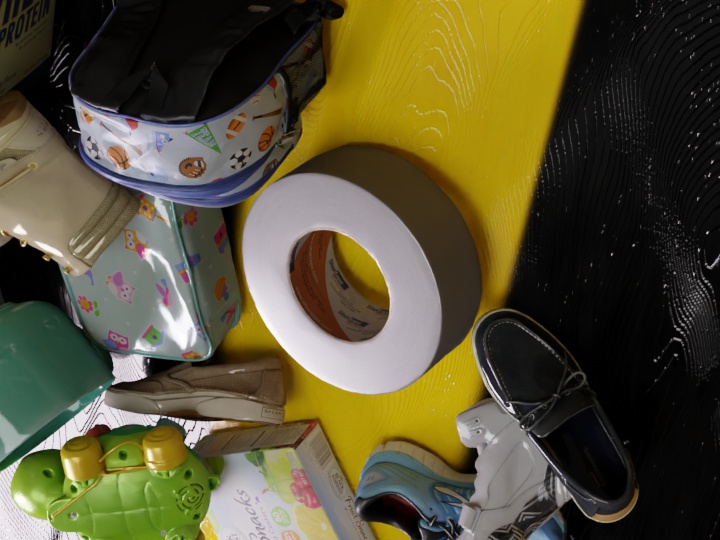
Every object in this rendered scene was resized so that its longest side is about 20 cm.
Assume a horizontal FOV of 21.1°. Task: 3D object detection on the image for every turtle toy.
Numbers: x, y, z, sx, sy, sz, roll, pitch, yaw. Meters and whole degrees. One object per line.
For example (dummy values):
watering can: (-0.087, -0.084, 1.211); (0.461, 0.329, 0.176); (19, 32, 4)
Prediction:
turtle toy: (-0.227, 0.199, 1.783); (0.200, 0.101, 0.146); (-6, 117, 4)

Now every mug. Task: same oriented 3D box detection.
mug: (-0.316, 0.100, 1.770); (0.152, 0.185, 0.114); (-39, 88, -2)

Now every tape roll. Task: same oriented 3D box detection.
tape roll: (0.000, 0.000, 1.596); (0.200, 0.066, 0.201); (19, 124, 30)

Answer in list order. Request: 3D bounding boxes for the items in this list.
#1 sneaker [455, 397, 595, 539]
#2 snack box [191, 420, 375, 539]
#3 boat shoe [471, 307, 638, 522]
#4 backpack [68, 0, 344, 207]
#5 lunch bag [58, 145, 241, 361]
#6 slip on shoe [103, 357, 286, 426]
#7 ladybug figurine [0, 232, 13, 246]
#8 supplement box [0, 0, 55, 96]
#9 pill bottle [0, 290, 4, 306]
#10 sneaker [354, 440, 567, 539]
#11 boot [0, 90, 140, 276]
sneaker: (0.106, 0.182, 1.631); (0.115, 0.075, 0.200); (44, 90, 8)
snack box: (-0.067, 0.243, 1.830); (0.142, 0.053, 0.200); (-10, 114, 37)
boat shoe: (0.161, 0.114, 1.570); (0.200, 0.075, 0.062); (58, 174, 10)
backpack: (-0.136, -0.138, 1.518); (0.200, 0.191, 0.154); (10, 126, 23)
lunch bag: (-0.197, -0.021, 1.711); (0.160, 0.077, 0.200); (5, 123, 29)
slip on shoe: (-0.152, 0.107, 1.788); (0.200, 0.076, 0.061); (0, 81, 39)
ladybug figurine: (-0.381, -0.096, 1.684); (0.200, 0.072, 0.136); (44, 117, 4)
supplement box: (-0.369, -0.254, 1.611); (0.200, 0.134, 0.200); (24, 131, 13)
pill bottle: (-0.396, 0.044, 1.845); (0.114, 0.114, 0.200); (6, 123, 27)
sneaker: (0.085, 0.224, 1.704); (0.200, 0.090, 0.078); (15, 127, 18)
boot: (-0.300, -0.041, 1.615); (0.200, 0.073, 0.155); (-38, 120, 20)
